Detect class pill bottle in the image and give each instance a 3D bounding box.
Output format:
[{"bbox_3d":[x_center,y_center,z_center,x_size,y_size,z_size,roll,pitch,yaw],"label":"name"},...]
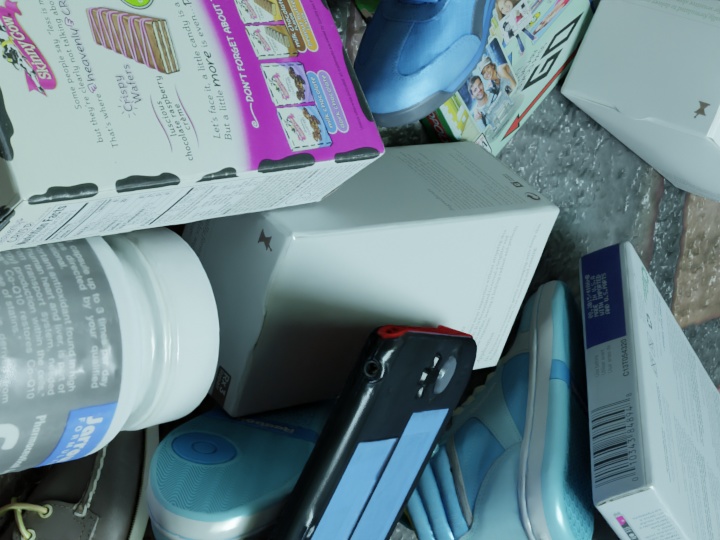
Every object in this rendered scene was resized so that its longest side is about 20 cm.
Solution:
[{"bbox_3d":[-0.168,0.034,0.738,0.199,0.113,0.115,-7,110,-42],"label":"pill bottle"}]

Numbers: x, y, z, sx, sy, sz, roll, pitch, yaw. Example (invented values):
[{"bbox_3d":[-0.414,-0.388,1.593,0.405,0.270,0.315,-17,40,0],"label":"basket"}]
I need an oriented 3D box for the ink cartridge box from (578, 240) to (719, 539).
[{"bbox_3d":[0.193,0.117,1.027,0.200,0.043,0.197,54,26,-36],"label":"ink cartridge box"}]

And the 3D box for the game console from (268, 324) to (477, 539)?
[{"bbox_3d":[-0.006,0.118,0.829,0.201,0.031,0.177,-64,168,4],"label":"game console"}]

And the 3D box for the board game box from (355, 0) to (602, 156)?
[{"bbox_3d":[0.093,-0.172,0.975,0.200,0.029,0.135,-50,134,-18],"label":"board game box"}]

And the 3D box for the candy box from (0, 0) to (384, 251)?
[{"bbox_3d":[-0.099,-0.090,0.749,0.199,0.061,0.137,-10,73,-42],"label":"candy box"}]

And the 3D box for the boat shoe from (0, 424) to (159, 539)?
[{"bbox_3d":[-0.154,0.146,0.827,0.059,0.072,0.201,19,86,-31],"label":"boat shoe"}]

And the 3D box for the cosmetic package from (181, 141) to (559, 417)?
[{"bbox_3d":[0.000,0.000,0.895,0.199,0.081,0.113,-4,125,-42],"label":"cosmetic package"}]

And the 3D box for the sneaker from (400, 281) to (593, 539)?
[{"bbox_3d":[0.074,0.092,1.019,0.080,0.130,0.201,59,28,-33],"label":"sneaker"}]

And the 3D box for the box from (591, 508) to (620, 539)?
[{"bbox_3d":[0.152,0.244,1.117,0.199,0.130,0.200,3,104,-44],"label":"box"}]

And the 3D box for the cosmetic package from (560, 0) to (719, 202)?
[{"bbox_3d":[0.221,-0.101,1.050,0.200,0.107,0.085,28,86,-57],"label":"cosmetic package"}]

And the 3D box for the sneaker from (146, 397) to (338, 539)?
[{"bbox_3d":[-0.064,0.137,0.857,0.200,0.079,0.131,-42,146,-71],"label":"sneaker"}]

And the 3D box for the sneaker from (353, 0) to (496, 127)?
[{"bbox_3d":[0.046,-0.166,0.858,0.201,0.066,0.079,-57,145,-20],"label":"sneaker"}]
